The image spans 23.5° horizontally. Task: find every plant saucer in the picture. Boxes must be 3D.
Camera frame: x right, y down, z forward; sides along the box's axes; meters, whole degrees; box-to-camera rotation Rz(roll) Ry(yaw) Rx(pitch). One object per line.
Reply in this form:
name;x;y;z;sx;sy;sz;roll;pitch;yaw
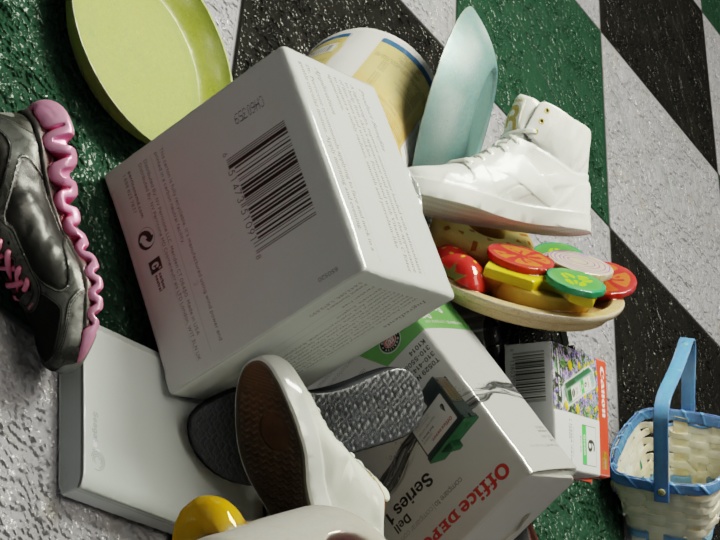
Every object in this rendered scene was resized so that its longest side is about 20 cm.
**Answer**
plant saucer;0.092;-0.138;1.584;0.201;0.038;0.203;17;90;-79
plant saucer;-0.180;-0.184;1.443;0.200;0.031;0.202;38;41;-42

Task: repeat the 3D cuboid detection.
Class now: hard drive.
hard drive;-0.146;0.128;1.294;0.199;0.026;0.133;31;46;-47

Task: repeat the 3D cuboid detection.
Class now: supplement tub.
supplement tub;-0.018;-0.116;1.547;0.145;0.144;0.200;58;31;-16

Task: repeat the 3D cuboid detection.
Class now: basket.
basket;0.348;0.196;1.921;0.176;0.138;0.202;-45;139;-59

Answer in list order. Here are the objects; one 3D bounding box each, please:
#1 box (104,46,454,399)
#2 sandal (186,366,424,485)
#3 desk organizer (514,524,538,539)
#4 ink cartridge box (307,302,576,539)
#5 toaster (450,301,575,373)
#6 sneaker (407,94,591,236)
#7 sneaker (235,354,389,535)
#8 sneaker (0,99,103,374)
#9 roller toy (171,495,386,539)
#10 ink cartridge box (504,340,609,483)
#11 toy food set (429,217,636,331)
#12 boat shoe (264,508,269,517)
box;-0.065;-0.027;1.332;0.130;0.199;0.200;17;47;-54
sandal;-0.044;0.120;1.339;0.198;0.043;0.077;-6;92;-30
desk organizer;0.131;0.273;1.532;0.200;0.071;0.078;-83;149;-78
ink cartridge box;0.059;0.138;1.434;0.084;0.146;0.200;8;39;-56
toaster;0.122;0.109;1.616;0.200;0.118;0.183;-40;118;-59
sneaker;0.118;-0.099;1.520;0.198;0.073;0.117;8;83;-31
sneaker;-0.031;0.150;1.289;0.084;0.072;0.202;-26;101;-46
sneaker;-0.240;-0.023;1.213;0.095;0.079;0.202;-3;71;-36
roller toy;-0.054;0.259;1.181;0.139;0.181;0.202;-10;102;-41
ink cartridge box;0.190;0.131;1.558;0.200;0.050;0.110;20;66;-60
toy food set;0.145;0.000;1.535;0.200;0.196;0.049;-45;150;-70
boat shoe;-0.040;0.196;1.349;0.074;0.075;0.202;70;12;-62
